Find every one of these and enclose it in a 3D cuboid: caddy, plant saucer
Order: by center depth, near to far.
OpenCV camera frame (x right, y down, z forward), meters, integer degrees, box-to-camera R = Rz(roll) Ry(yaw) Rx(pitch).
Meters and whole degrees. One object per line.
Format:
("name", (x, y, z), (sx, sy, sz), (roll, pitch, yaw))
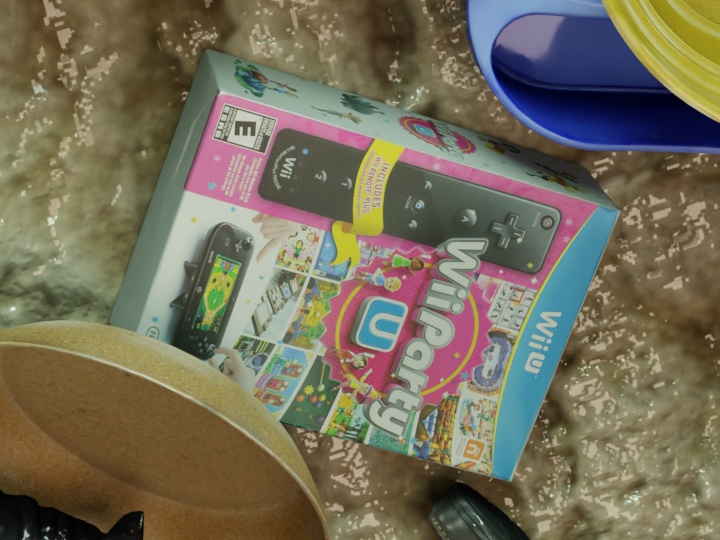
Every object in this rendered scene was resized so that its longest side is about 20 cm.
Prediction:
("caddy", (0.139, -0.127, 1.112), (0.199, 0.105, 0.142), (0, 111, -13))
("plant saucer", (-0.101, 0.078, 1.119), (0.200, 0.200, 0.036), (37, 57, -22))

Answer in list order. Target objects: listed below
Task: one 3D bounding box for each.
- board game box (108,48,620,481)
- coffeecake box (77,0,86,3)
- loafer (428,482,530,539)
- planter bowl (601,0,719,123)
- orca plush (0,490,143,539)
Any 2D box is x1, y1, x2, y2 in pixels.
("board game box", (0.000, 0.000, 1.153), (0.199, 0.064, 0.148), (15, 107, -18))
("coffeecake box", (-0.091, -0.234, 1.000), (0.153, 0.073, 0.201), (-25, 89, -2))
("loafer", (0.080, 0.195, 1.241), (0.072, 0.073, 0.200), (-30, 113, 4))
("planter bowl", (0.175, -0.148, 1.027), (0.200, 0.083, 0.201), (1, 87, -11))
("orca plush", (-0.199, 0.107, 1.128), (0.199, 0.105, 0.071), (0, 92, 0))
